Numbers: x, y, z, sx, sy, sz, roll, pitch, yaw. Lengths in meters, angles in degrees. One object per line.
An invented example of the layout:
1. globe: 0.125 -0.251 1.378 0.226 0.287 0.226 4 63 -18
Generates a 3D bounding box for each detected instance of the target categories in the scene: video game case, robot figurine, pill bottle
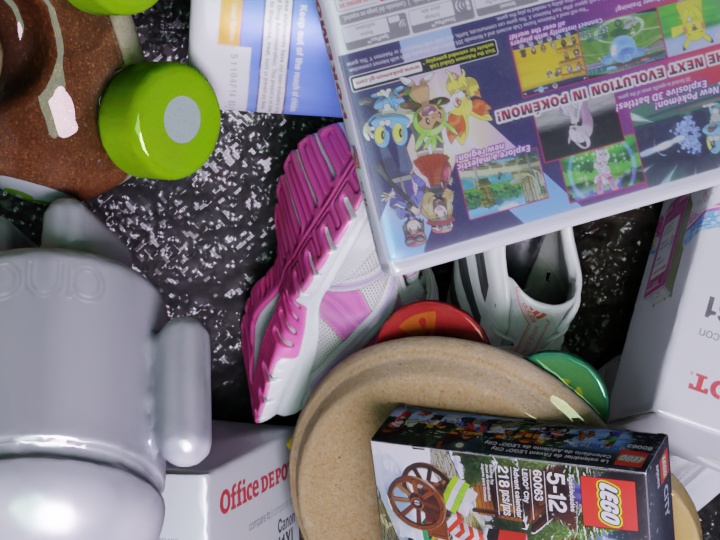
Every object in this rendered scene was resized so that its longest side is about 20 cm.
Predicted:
1. video game case: 0.082 -0.111 1.029 0.199 0.023 0.183 -16 97 -14
2. robot figurine: -0.146 0.069 1.026 0.169 0.201 0.113 -14 150 21
3. pill bottle: 0.018 -0.128 1.087 0.199 0.112 0.113 4 109 -4

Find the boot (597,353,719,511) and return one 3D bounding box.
1. boot: 0.142 0.100 1.203 0.200 0.074 0.096 -43 82 19

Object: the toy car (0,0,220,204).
1. toy car: -0.197 -0.082 1.020 0.200 0.164 0.158 -31 115 -38

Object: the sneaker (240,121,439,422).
1. sneaker: 0.000 0.000 1.135 0.088 0.082 0.200 2 141 -17

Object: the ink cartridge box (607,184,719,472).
1. ink cartridge box: 0.221 0.005 1.112 0.144 0.085 0.201 18 80 -9

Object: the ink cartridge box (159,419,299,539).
1. ink cartridge box: -0.089 0.185 1.145 0.082 0.146 0.201 1 96 17

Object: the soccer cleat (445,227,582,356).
1. soccer cleat: 0.078 0.027 1.151 0.068 0.085 0.201 -3 109 -24

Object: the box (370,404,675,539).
1. box: 0.083 0.166 1.069 0.136 0.038 0.201 5 117 24

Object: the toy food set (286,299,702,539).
1. toy food set: 0.055 0.113 1.109 0.200 0.049 0.198 -32 98 35
